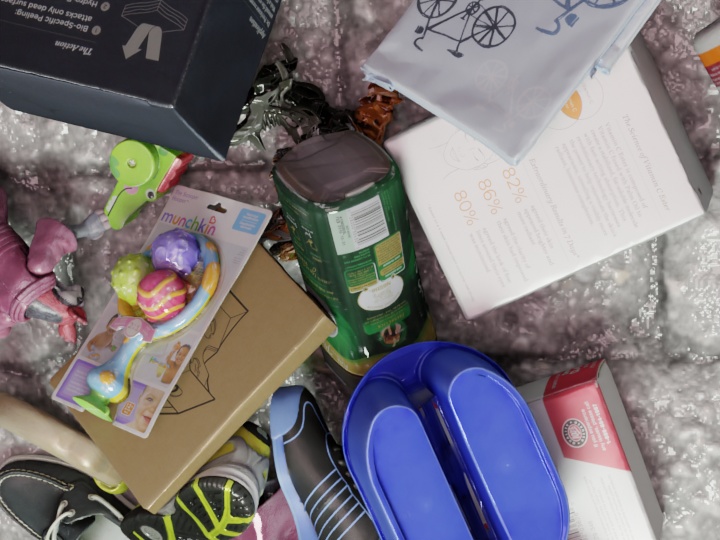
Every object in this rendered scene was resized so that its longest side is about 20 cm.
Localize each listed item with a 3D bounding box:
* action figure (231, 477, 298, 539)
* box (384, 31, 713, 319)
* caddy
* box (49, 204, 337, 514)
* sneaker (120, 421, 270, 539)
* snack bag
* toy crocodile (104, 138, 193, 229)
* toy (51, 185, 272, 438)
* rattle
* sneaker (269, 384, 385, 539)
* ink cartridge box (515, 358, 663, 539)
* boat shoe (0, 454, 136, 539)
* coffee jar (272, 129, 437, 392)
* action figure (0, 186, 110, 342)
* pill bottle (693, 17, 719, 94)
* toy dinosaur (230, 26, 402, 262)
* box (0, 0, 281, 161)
[{"bbox_3d":[-0.035,0.259,1.549,0.200,0.134,0.149,45,80,2],"label":"action figure"},{"bbox_3d":[0.145,-0.077,1.423,0.199,0.106,0.153,-24,94,16],"label":"box"},{"bbox_3d":[0.071,0.151,1.401,0.141,0.105,0.201,-25,98,-7],"label":"caddy"},{"bbox_3d":[-0.132,0.065,1.450,0.200,0.021,0.163,-45,50,0],"label":"box"},{"bbox_3d":[-0.123,0.182,1.487,0.075,0.077,0.200,40,144,-14],"label":"sneaker"},{"bbox_3d":[0.116,-0.184,1.374,0.188,0.021,0.200,35,87,40],"label":"snack bag"},{"bbox_3d":[-0.145,-0.117,1.500,0.062,0.068,0.200,32,106,4],"label":"toy crocodile"},{"bbox_3d":[-0.163,0.020,1.446,0.115,0.047,0.201,16,74,41],"label":"toy"},{"bbox_3d":[-0.256,0.092,1.565,0.199,0.130,0.143,25,97,31],"label":"rattle"},{"bbox_3d":[-0.013,0.181,1.456,0.078,0.070,0.201,-15,89,13],"label":"sneaker"},{"bbox_3d":[0.123,0.173,1.489,0.199,0.086,0.148,-19,97,17],"label":"ink cartridge box"},{"bbox_3d":[-0.228,0.219,1.589,0.199,0.060,0.076,23,105,7],"label":"boat shoe"},{"bbox_3d":[0.000,0.000,1.440,0.085,0.104,0.201,-25,126,-16],"label":"coffee jar"},{"bbox_3d":[-0.295,-0.017,1.512,0.200,0.149,0.134,38,100,18],"label":"action figure"},{"bbox_3d":[0.336,-0.111,1.372,0.109,0.110,0.201,-30,93,16],"label":"pill bottle"},{"bbox_3d":[-0.030,-0.105,1.480,0.135,0.102,0.200,32,88,-11],"label":"toy dinosaur"},{"bbox_3d":[-0.173,-0.210,1.413,0.196,0.117,0.201,15,78,20],"label":"box"}]
